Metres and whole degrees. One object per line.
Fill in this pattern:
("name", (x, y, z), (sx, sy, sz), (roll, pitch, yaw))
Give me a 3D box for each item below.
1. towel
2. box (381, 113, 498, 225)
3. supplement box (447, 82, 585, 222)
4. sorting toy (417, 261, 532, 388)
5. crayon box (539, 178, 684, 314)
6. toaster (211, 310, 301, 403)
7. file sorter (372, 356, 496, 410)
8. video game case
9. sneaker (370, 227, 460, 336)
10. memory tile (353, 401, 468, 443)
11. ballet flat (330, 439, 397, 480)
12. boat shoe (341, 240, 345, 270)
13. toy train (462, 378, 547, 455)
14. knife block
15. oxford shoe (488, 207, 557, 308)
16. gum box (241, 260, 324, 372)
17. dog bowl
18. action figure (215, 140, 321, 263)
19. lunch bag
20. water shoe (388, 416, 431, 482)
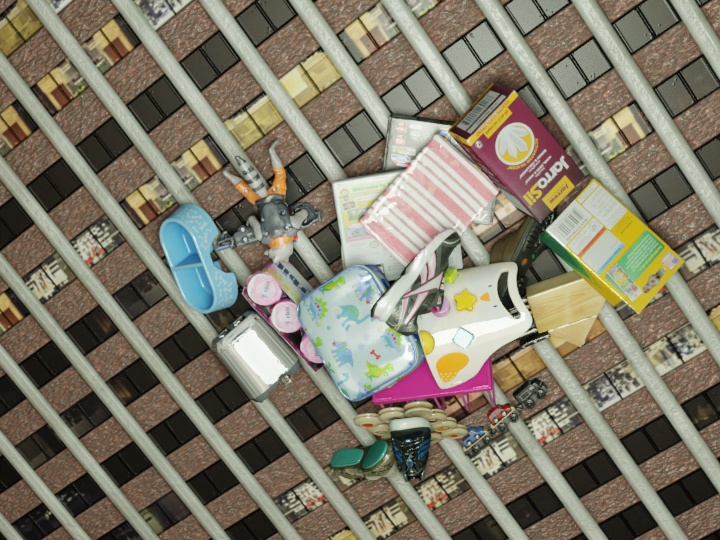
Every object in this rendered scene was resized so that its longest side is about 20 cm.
("towel", (0.111, -0.106, 1.609), (0.146, 0.030, 0.200), (41, 96, -14))
("box", (0.137, -0.170, 1.651), (0.198, 0.044, 0.162), (9, 107, 5))
("supplement box", (0.250, -0.187, 1.568), (0.110, 0.086, 0.200), (-46, 116, 2))
("sorting toy", (0.182, 0.062, 1.597), (0.179, 0.201, 0.107), (-19, 148, 12))
("crayon box", (0.410, -0.035, 1.603), (0.200, 0.052, 0.126), (43, 77, 8))
("toaster", (-0.186, 0.149, 1.715), (0.114, 0.200, 0.129), (-41, 97, -8))
("file sorter", (0.129, 0.173, 1.694), (0.198, 0.140, 0.126), (-8, 150, 11))
("video game case", (0.063, -0.076, 1.637), (0.198, 0.022, 0.184), (-9, 106, -1))
("sneaker", (0.102, 0.025, 1.554), (0.086, 0.080, 0.200), (41, 71, -1))
("memory tile", (0.092, 0.276, 1.725), (0.152, 0.200, 0.017), (-16, 60, 24))
("ballet flat", (0.022, 0.350, 1.777), (0.075, 0.068, 0.200), (38, 149, -18))
("boat shoe", (0.000, 0.000, 1.705), (0.061, 0.075, 0.202), (-1, 108, 10))
("toy train", (0.255, 0.265, 1.773), (0.046, 0.034, 0.200), (44, 107, -3))
("knife block", (0.320, 0.047, 1.682), (0.175, 0.064, 0.201), (24, 108, -1))
("oxford shoe", (0.262, -0.044, 1.658), (0.084, 0.073, 0.201), (32, 91, 41))
("gum box", (-0.114, 0.068, 1.720), (0.066, 0.114, 0.200), (-40, 98, 17))
("dog bowl", (-0.289, -0.015, 1.728), (0.111, 0.050, 0.201), (-7, 109, 40))
("action figure", (-0.179, -0.098, 1.684), (0.199, 0.105, 0.195), (-24, 89, 7))
("lunch bag", (0.004, 0.099, 1.604), (0.160, 0.082, 0.201), (-33, 82, 14))
("water shoe", (0.092, 0.310, 1.687), (0.071, 0.200, 0.079), (-7, 63, 7))
